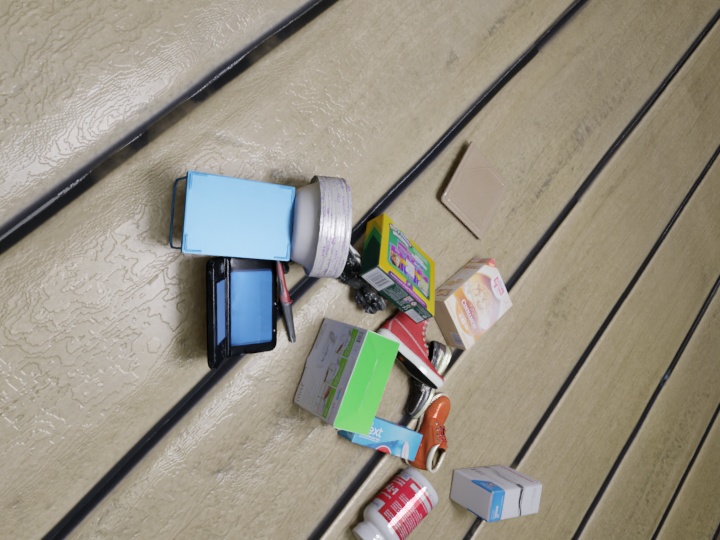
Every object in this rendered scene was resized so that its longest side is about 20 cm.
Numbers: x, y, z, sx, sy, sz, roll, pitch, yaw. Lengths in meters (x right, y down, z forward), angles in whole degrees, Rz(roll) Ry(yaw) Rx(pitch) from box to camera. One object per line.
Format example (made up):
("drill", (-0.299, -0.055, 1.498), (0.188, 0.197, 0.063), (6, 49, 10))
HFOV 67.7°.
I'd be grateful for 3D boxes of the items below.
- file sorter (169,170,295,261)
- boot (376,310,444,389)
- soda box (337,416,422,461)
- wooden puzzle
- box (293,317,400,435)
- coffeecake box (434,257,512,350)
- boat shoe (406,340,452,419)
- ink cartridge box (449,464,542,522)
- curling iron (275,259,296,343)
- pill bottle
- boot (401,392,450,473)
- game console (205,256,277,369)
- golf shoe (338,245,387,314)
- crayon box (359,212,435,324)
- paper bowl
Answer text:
("file sorter", (-0.243, -0.096, 1.001), (0.199, 0.123, 0.139), (4, 91, -34))
("boot", (0.152, 0.174, 1.287), (0.200, 0.072, 0.144), (46, 64, 0))
("soda box", (0.050, 0.387, 1.267), (0.200, 0.064, 0.068), (28, 78, -31))
("wooden puzzle", (0.300, -0.207, 1.412), (0.200, 0.037, 0.185), (40, 71, -34))
("box", (-0.034, 0.217, 1.130), (0.097, 0.176, 0.201), (26, 79, -32))
("coffeecake box", (0.287, 0.083, 1.397), (0.200, 0.073, 0.154), (-38, 112, -26))
("boat shoe", (0.157, 0.267, 1.332), (0.065, 0.073, 0.200), (31, 75, -16))
("ink cartridge box", (0.365, 0.593, 1.443), (0.199, 0.144, 0.085), (8, 90, -33))
("curling iron", (-0.151, 0.056, 1.128), (0.050, 0.026, 0.201), (-17, 105, -48))
("pill bottle", (0.081, 0.575, 1.272), (0.200, 0.112, 0.113), (-36, 112, -27))
("boot", (0.190, 0.404, 1.337), (0.075, 0.107, 0.200), (37, 72, -28))
("game console", (-0.224, 0.074, 1.035), (0.116, 0.176, 0.201), (0, 94, -5))
("golf shoe", (0.000, 0.000, 1.212), (0.200, 0.078, 0.095), (59, 42, -20))
("crayon box", (0.090, -0.005, 1.220), (0.200, 0.058, 0.173), (41, 36, -30))
("paper bowl", (-0.088, -0.087, 1.060), (0.104, 0.201, 0.201), (5, 91, -16))
